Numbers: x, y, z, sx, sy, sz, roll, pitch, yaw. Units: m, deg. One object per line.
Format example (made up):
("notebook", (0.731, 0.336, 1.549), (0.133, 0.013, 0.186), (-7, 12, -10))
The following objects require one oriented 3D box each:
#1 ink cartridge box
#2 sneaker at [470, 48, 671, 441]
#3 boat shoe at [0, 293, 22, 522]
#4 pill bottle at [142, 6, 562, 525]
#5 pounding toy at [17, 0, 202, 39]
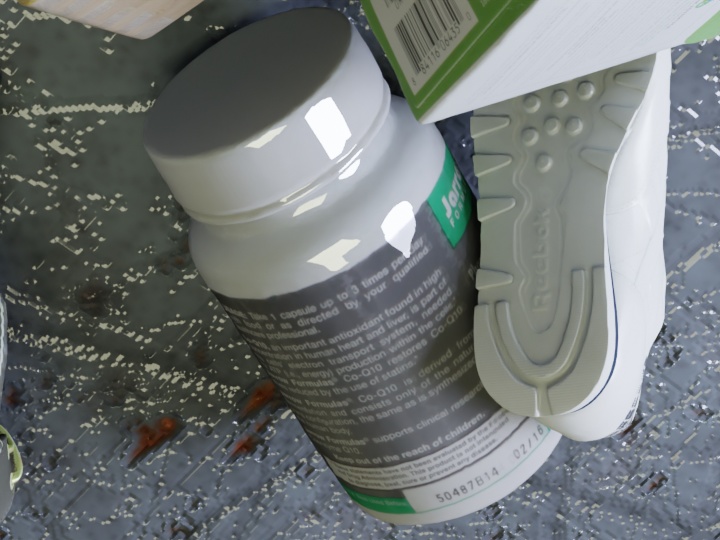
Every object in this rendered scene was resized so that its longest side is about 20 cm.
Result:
("ink cartridge box", (0.109, -0.121, 0.699), (0.199, 0.060, 0.104), (-18, 168, -28))
("sneaker", (0.092, -0.033, 0.786), (0.076, 0.201, 0.080), (3, 168, 34))
("boat shoe", (-0.180, 0.091, 0.824), (0.060, 0.072, 0.203), (0, 115, -41))
("pill bottle", (0.000, 0.000, 0.802), (0.113, 0.113, 0.200), (-26, 122, 9))
("pounding toy", (-0.036, -0.187, 0.654), (0.200, 0.142, 0.185), (-32, 82, 14))
